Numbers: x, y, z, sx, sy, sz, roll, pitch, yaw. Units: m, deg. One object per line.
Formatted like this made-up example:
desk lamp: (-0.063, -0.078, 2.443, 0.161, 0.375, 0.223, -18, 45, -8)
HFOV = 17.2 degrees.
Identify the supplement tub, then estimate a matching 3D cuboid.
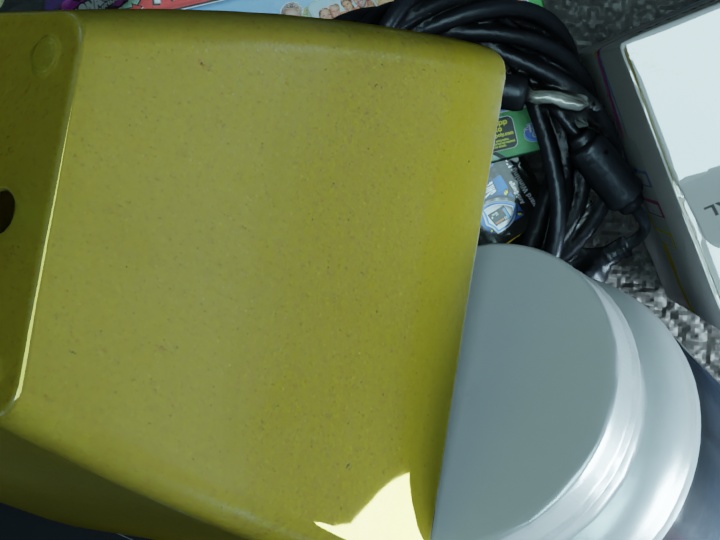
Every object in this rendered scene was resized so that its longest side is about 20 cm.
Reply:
supplement tub: (0.086, 0.086, 0.948, 0.140, 0.200, 0.141, -15, 59, 26)

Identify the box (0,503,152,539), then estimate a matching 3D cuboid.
box: (-0.180, 0.123, 1.032, 0.200, 0.079, 0.141, 24, 104, 4)

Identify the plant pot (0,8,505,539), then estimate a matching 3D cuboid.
plant pot: (-0.092, -0.005, 0.858, 0.200, 0.176, 0.200, 4, 82, 43)

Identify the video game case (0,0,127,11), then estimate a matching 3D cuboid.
video game case: (-0.176, -0.169, 0.995, 0.181, 0.036, 0.200, -42, 70, -16)

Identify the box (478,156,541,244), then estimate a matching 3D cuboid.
box: (-0.016, -0.011, 1.061, 0.193, 0.048, 0.200, -31, 93, 0)

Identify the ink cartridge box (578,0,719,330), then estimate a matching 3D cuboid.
ink cartridge box: (0.178, -0.058, 0.984, 0.128, 0.200, 0.125, -22, 94, 0)

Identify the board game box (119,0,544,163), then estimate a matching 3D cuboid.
board game box: (-0.020, -0.097, 1.017, 0.200, 0.029, 0.135, -13, 91, -2)

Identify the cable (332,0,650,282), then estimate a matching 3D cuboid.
cable: (0.012, -0.025, 0.981, 0.200, 0.051, 0.163, -28, 114, 5)
